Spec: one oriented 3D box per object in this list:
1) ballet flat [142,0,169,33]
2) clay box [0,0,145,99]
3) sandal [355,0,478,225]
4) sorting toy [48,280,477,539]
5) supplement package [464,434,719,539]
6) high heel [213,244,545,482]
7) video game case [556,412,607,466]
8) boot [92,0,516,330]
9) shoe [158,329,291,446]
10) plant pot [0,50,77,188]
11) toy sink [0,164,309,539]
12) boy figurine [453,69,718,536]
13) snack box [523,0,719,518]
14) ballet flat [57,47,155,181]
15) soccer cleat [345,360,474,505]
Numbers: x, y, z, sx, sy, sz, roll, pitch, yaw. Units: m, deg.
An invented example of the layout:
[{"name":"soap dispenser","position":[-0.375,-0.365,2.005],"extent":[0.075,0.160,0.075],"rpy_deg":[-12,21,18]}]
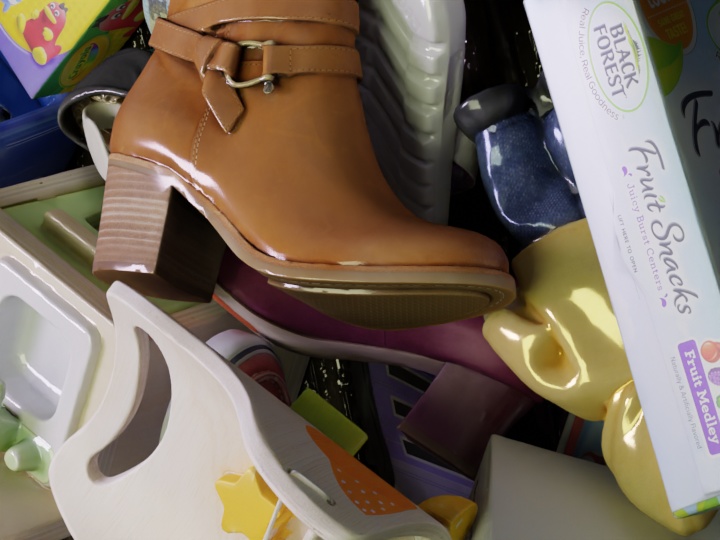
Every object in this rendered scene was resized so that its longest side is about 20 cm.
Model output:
[{"name":"ballet flat","position":[-0.048,-0.154,1.220],"extent":[0.071,0.069,0.201],"rpy_deg":[66,145,37]},{"name":"clay box","position":[-0.125,-0.189,1.309],"extent":[0.115,0.047,0.200],"rpy_deg":[56,131,15]},{"name":"sandal","position":[0.027,-0.060,1.203],"extent":[0.083,0.050,0.203],"rpy_deg":[51,150,28]},{"name":"sorting toy","position":[-0.059,0.100,1.126],"extent":[0.180,0.107,0.201],"rpy_deg":[43,134,23]},{"name":"supplement package","position":[0.078,0.192,1.137],"extent":[0.116,0.118,0.201],"rpy_deg":[16,117,-4]},{"name":"high heel","position":[0.000,0.000,1.198],"extent":[0.199,0.067,0.096],"rpy_deg":[35,85,6]},{"name":"video game case","position":[0.177,0.076,1.138],"extent":[0.200,0.017,0.144],"rpy_deg":[34,123,30]},{"name":"boot","position":[-0.014,-0.060,1.134],"extent":[0.199,0.077,0.156],"rpy_deg":[5,75,35]},{"name":"shoe","position":[-0.036,0.128,1.215],"extent":[0.091,0.071,0.201],"rpy_deg":[27,127,36]},{"name":"plant pot","position":[-0.287,-0.054,1.395],"extent":[0.200,0.199,0.180],"rpy_deg":[45,132,22]},{"name":"toy sink","position":[-0.133,0.032,1.275],"extent":[0.130,0.199,0.113],"rpy_deg":[36,124,29]},{"name":"boy figurine","position":[0.110,0.010,1.111],"extent":[0.124,0.064,0.201],"rpy_deg":[-25,74,6]},{"name":"snack box","position":[0.146,-0.017,1.039],"extent":[0.053,0.142,0.201],"rpy_deg":[-21,81,36]},{"name":"ballet flat","position":[-0.075,-0.043,1.268],"extent":[0.200,0.068,0.068],"rpy_deg":[32,138,46]},{"name":"soccer cleat","position":[0.054,0.101,1.231],"extent":[0.073,0.068,0.201],"rpy_deg":[-24,81,19]}]
